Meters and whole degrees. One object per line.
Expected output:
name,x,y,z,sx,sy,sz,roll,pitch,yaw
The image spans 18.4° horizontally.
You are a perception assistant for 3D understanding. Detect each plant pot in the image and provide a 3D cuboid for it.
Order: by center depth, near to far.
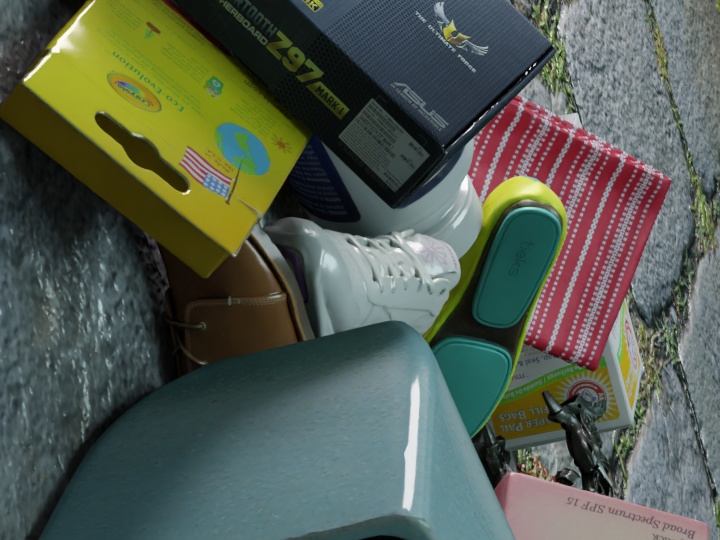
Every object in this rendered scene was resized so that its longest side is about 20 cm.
plant pot,-0.021,0.134,1.043,0.200,0.196,0.196,-80,151,-52

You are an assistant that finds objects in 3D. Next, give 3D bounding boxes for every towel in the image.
towel,0.102,-0.034,1.429,0.200,0.022,0.145,25,86,-27

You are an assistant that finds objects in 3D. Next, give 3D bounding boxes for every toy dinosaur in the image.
toy dinosaur,0.139,0.155,1.447,0.200,0.102,0.136,94,-23,-59

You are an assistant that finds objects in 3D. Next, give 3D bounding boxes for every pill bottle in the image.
pill bottle,-0.001,-0.090,1.282,0.111,0.111,0.200,-78,149,-43

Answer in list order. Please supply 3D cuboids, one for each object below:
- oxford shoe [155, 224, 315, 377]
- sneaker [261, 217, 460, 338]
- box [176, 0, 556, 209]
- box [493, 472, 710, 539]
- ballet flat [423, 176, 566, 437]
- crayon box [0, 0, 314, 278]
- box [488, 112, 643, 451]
oxford shoe,-0.072,0.021,1.130,0.071,0.071,0.200,-40,113,-22
sneaker,0.000,0.000,1.223,0.075,0.099,0.200,58,1,16
box,-0.010,-0.141,1.119,0.200,0.051,0.158,45,34,2
box,0.114,0.233,1.232,0.109,0.128,0.200,117,-15,-53
ballet flat,0.071,0.029,1.378,0.067,0.067,0.200,-110,-139,-61
crayon box,-0.090,-0.081,1.064,0.127,0.051,0.200,40,32,-8
box,0.122,0.008,1.538,0.113,0.101,0.200,-59,134,-69
